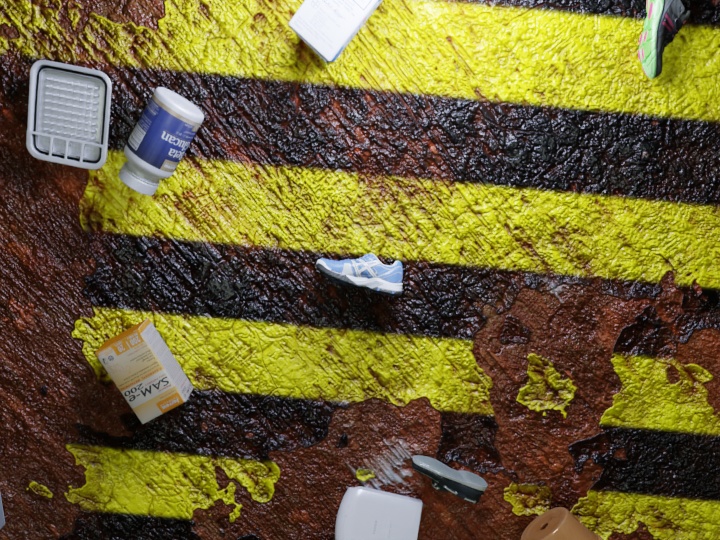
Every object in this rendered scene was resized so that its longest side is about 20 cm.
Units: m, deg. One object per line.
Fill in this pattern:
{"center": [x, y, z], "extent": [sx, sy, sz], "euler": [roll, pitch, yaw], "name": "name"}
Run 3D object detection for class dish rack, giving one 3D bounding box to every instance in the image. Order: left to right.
{"center": [-0.600, -0.323, 1.427], "extent": [0.169, 0.044, 0.203], "euler": [11, 106, -1], "name": "dish rack"}

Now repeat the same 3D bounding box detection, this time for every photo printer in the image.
{"center": [0.039, 0.613, 1.636], "extent": [0.197, 0.070, 0.169], "euler": [14, 71, -3], "name": "photo printer"}

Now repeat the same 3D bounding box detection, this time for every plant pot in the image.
{"center": [0.474, 0.664, 1.625], "extent": [0.199, 0.200, 0.141], "euler": [-38, 86, 11], "name": "plant pot"}

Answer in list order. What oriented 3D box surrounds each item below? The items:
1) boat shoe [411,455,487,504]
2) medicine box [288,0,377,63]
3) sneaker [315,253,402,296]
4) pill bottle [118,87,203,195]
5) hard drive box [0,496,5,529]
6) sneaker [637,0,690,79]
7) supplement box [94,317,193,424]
{"center": [0.206, 0.502, 1.632], "extent": [0.197, 0.076, 0.061], "euler": [24, 99, -5], "name": "boat shoe"}
{"center": [-0.031, -0.505, 1.294], "extent": [0.103, 0.182, 0.200], "euler": [40, 103, -11], "name": "medicine box"}
{"center": [0.000, 0.000, 1.504], "extent": [0.197, 0.076, 0.078], "euler": [13, 84, -3], "name": "sneaker"}
{"center": [-0.415, -0.260, 1.406], "extent": [0.110, 0.111, 0.201], "euler": [32, 104, -8], "name": "pill bottle"}
{"center": [-0.969, 0.550, 1.663], "extent": [0.153, 0.077, 0.204], "euler": [1, 105, 1], "name": "hard drive box"}
{"center": [0.602, -0.481, 1.347], "extent": [0.082, 0.077, 0.204], "euler": [6, 107, 3], "name": "sneaker"}
{"center": [-0.492, 0.230, 1.566], "extent": [0.125, 0.074, 0.202], "euler": [-28, 104, 9], "name": "supplement box"}
